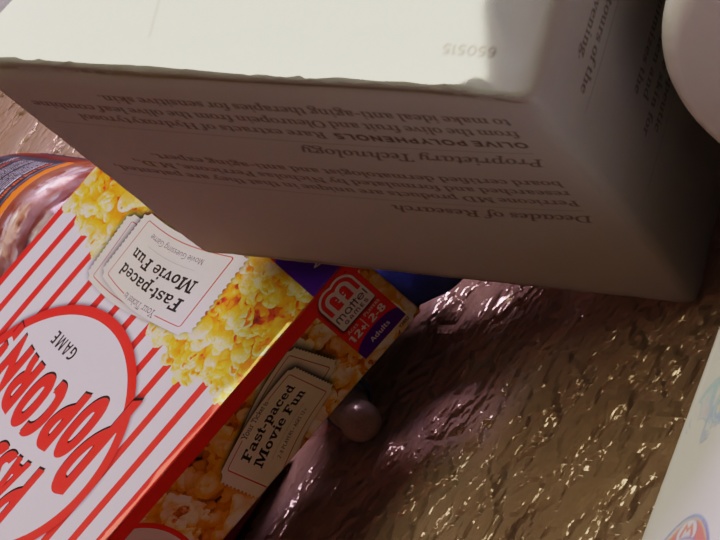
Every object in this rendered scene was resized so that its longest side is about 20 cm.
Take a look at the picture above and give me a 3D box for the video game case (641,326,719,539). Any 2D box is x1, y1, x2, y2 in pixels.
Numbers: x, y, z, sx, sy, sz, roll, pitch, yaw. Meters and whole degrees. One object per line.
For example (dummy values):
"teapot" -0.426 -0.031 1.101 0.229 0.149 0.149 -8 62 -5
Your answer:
"video game case" 0.119 0.073 0.747 0.200 0.024 0.182 -25 40 65

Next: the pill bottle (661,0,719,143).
"pill bottle" 0.166 -0.128 0.904 0.114 0.114 0.200 -33 27 46

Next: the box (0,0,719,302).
"box" 0.018 -0.115 0.973 0.200 0.171 0.199 5 72 28

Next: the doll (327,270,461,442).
"doll" 0.000 0.000 1.145 0.200 0.048 0.137 -38 52 56

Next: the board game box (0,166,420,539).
"board game box" -0.092 0.048 1.106 0.200 0.046 0.151 -50 41 -1

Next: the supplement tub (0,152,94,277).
"supplement tub" -0.138 -0.002 1.415 0.107 0.107 0.200 -56 18 -8

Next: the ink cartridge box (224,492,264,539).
"ink cartridge box" -0.132 0.107 1.246 0.147 0.083 0.200 -58 20 -12
